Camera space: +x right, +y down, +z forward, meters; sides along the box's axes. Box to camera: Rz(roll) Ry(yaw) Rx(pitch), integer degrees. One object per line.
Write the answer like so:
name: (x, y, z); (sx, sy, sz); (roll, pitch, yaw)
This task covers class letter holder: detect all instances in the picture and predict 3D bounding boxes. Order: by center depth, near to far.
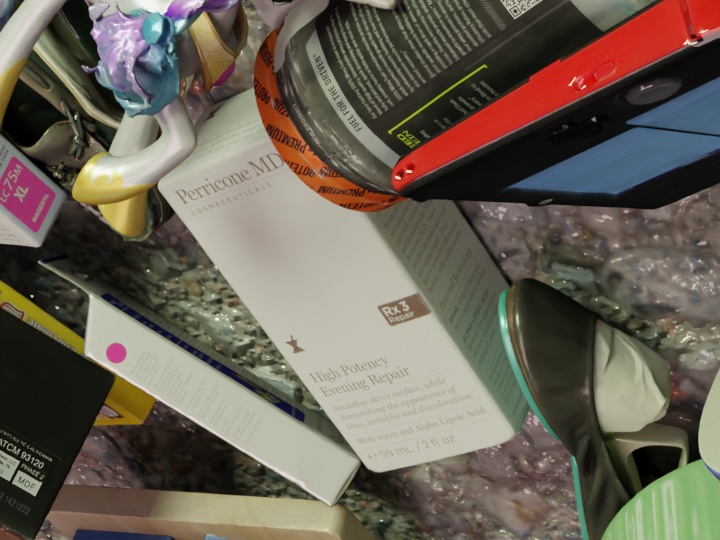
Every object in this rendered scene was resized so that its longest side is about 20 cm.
letter holder: (-0.257, 0.057, 0.975); (0.200, 0.101, 0.142); (33, 157, -20)

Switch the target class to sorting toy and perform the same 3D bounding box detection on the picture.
sorting toy: (-0.066, 0.207, 1.084); (0.198, 0.070, 0.200); (0, 146, 28)

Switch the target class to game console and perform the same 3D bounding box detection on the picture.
game console: (0.133, -0.063, 0.728); (0.176, 0.199, 0.031); (-30, 71, 35)

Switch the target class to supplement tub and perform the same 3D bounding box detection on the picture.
supplement tub: (0.052, -0.109, 0.762); (0.123, 0.123, 0.200); (45, 132, -15)

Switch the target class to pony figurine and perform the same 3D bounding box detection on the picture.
pony figurine: (-0.098, -0.131, 0.754); (0.193, 0.166, 0.200); (50, 123, 2)

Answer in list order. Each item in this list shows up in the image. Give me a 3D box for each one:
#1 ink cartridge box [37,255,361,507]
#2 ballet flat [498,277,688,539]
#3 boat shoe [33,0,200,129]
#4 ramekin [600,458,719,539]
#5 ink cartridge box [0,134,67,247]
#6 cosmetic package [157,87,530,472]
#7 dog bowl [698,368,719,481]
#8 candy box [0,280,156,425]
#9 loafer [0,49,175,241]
ink cartridge box: (-0.091, 0.057, 1.001); (0.199, 0.095, 0.037); (34, 91, -2)
ballet flat: (0.128, 0.073, 0.929); (0.068, 0.068, 0.200); (-8, 135, 19)
boat shoe: (-0.145, -0.155, 0.856); (0.075, 0.069, 0.200); (-23, 115, 39)
ramekin: (0.209, 0.178, 0.916); (0.199, 0.098, 0.201); (1, 134, 1)
ink cartridge box: (-0.251, -0.081, 0.909); (0.119, 0.042, 0.200); (5, 153, 39)
cosmetic package: (0.000, 0.000, 0.917); (0.101, 0.074, 0.200); (-19, 119, 36)
dog bowl: (0.231, 0.030, 0.739); (0.079, 0.200, 0.200); (40, 134, -6)
candy box: (-0.215, 0.026, 1.029); (0.200, 0.027, 0.102); (38, 158, -26)
loafer: (-0.171, -0.086, 0.933); (0.072, 0.063, 0.200); (-18, 118, 37)
